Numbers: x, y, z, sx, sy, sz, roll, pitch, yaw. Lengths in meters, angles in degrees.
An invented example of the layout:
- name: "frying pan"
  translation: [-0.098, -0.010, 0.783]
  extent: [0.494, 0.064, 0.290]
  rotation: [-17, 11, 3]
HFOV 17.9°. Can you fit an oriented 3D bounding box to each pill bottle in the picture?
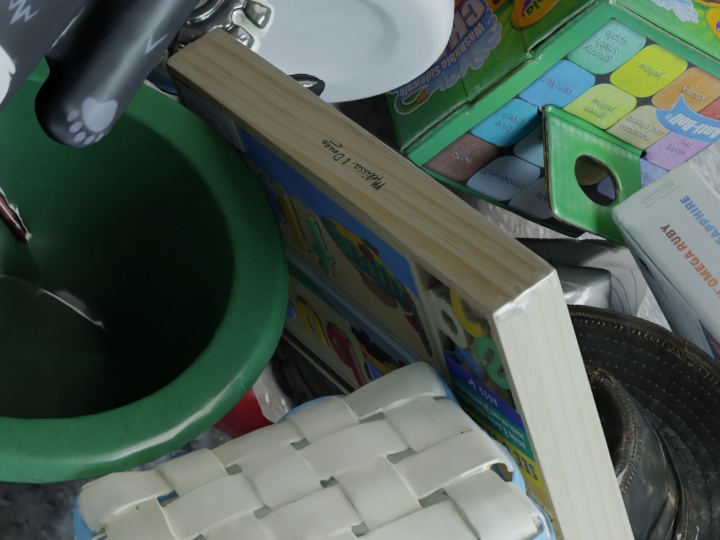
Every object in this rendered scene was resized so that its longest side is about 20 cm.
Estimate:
- name: "pill bottle"
  translation: [-0.016, -0.180, 0.938]
  extent: [0.113, 0.112, 0.202]
  rotation: [30, 51, -43]

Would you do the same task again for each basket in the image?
- name: "basket"
  translation: [-0.010, 0.144, 0.710]
  extent: [0.139, 0.175, 0.201]
  rotation: [54, -20, 43]

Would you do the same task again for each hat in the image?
- name: "hat"
  translation: [-0.113, 0.044, 0.782]
  extent: [0.199, 0.177, 0.166]
  rotation: [22, 52, 2]
- name: "hat"
  translation: [0.057, 0.091, 0.821]
  extent: [0.081, 0.199, 0.202]
  rotation: [59, 28, -61]

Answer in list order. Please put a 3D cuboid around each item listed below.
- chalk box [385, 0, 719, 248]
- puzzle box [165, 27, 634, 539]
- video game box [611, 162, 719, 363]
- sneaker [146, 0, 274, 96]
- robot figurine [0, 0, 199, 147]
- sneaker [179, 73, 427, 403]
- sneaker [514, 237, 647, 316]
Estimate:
- name: "chalk box"
  translation: [0.088, -0.105, 0.991]
  extent: [0.124, 0.124, 0.201]
  rotation: [21, 44, -43]
- name: "puzzle box"
  translation: [0.011, 0.012, 0.753]
  extent: [0.025, 0.200, 0.134]
  rotation: [-34, 130, -16]
- name: "video game box"
  translation: [0.190, 0.076, 0.936]
  extent: [0.200, 0.047, 0.183]
  rotation: [57, 2, -42]
- name: "sneaker"
  translation: [-0.109, -0.144, 0.842]
  extent: [0.078, 0.090, 0.201]
  rotation: [-29, 83, -16]
- name: "robot figurine"
  translation: [-0.132, -0.111, 0.663]
  extent: [0.125, 0.200, 0.150]
  rotation: [39, 3, 30]
- name: "sneaker"
  translation: [0.000, 0.000, 0.894]
  extent: [0.200, 0.090, 0.076]
  rotation: [44, 41, -35]
- name: "sneaker"
  translation: [0.087, 0.029, 1.007]
  extent: [0.200, 0.070, 0.081]
  rotation: [-32, 121, -73]
